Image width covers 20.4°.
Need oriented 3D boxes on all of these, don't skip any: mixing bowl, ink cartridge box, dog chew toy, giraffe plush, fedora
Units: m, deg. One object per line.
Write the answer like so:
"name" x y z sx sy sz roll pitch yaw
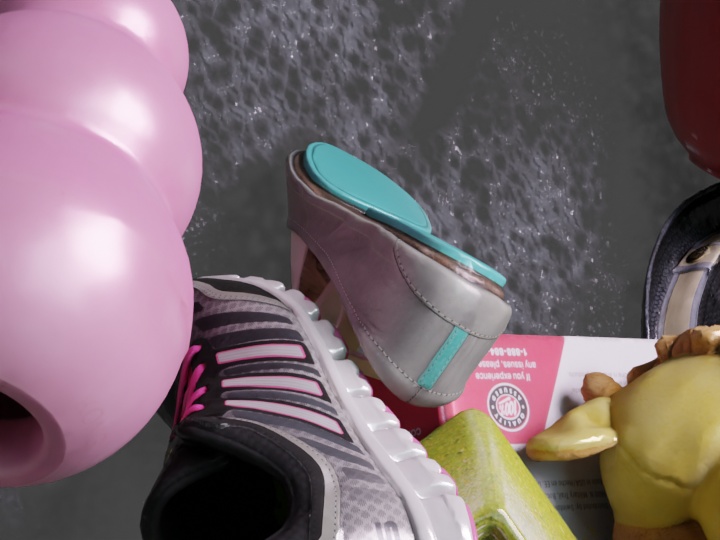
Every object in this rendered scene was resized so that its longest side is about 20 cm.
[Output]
"mixing bowl" 0.229 -0.090 1.002 0.199 0.200 0.109 5 109 -43
"ink cartridge box" 0.066 0.131 0.811 0.147 0.085 0.202 5 74 -43
"dog chew toy" -0.109 -0.029 0.677 0.124 0.124 0.201 36 45 -30
"giraffe plush" 0.151 0.089 0.748 0.172 0.161 0.202 27 80 -44
"fedora" 0.229 0.036 0.999 0.199 0.091 0.203 17 64 -40

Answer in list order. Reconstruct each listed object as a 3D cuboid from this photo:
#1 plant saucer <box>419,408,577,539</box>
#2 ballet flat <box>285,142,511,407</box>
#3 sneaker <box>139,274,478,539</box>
"plant saucer" 0.028 0.179 0.692 0.199 0.048 0.200 -34 86 -17
"ballet flat" 0.000 0.000 0.764 0.067 0.200 0.064 27 97 -20
"sneaker" -0.042 0.062 0.677 0.087 0.200 0.074 -4 121 -33
